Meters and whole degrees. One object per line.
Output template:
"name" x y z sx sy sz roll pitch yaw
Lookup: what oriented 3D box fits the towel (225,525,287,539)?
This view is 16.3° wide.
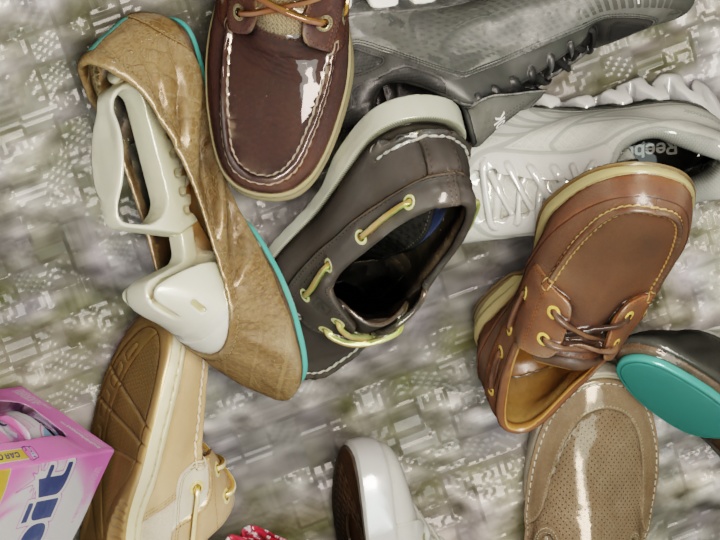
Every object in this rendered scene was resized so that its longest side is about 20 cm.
"towel" 0.024 0.209 1.289 0.199 0.023 0.145 16 133 15

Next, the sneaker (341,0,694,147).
"sneaker" 0.069 -0.104 1.215 0.199 0.067 0.091 -7 74 -6

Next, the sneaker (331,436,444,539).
"sneaker" 0.038 0.162 1.329 0.084 0.073 0.201 -18 125 -9

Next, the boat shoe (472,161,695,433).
"boat shoe" 0.110 0.016 1.227 0.072 0.068 0.200 11 148 -15

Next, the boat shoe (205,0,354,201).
"boat shoe" -0.036 -0.134 1.155 0.072 0.072 0.201 10 86 10

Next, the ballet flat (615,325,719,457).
"ballet flat" 0.205 0.073 1.334 0.200 0.068 0.069 43 60 -34

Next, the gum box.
"gum box" -0.208 0.153 1.233 0.066 0.113 0.201 31 104 20

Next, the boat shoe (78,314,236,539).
"boat shoe" -0.099 0.114 1.280 0.069 0.074 0.201 3 111 -27

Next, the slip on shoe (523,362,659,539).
"slip on shoe" 0.120 0.149 1.343 0.076 0.061 0.201 6 109 -15

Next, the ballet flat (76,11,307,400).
"ballet flat" -0.088 -0.023 1.199 0.072 0.068 0.201 -25 101 -41

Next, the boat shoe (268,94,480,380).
"boat shoe" 0.000 0.000 1.210 0.071 0.061 0.202 0 145 -23

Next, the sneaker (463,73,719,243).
"sneaker" 0.096 -0.050 1.252 0.199 0.081 0.076 -12 115 -7
